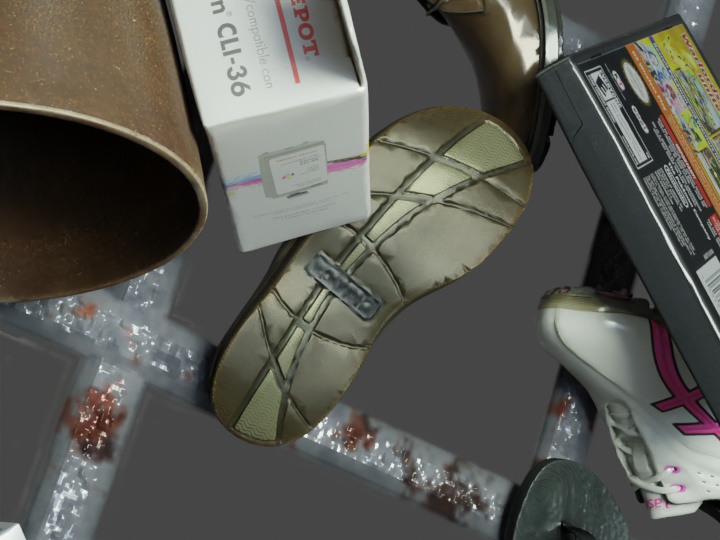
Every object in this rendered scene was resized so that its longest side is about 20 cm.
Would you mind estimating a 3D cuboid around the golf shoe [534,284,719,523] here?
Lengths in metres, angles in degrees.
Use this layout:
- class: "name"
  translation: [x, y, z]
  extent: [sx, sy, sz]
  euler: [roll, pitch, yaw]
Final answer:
- class: "golf shoe"
  translation: [0.164, 0.080, 0.933]
  extent: [0.200, 0.073, 0.092]
  euler: [35, 70, -23]

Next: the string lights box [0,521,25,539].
- class: "string lights box"
  translation: [-0.203, 0.194, 0.712]
  extent: [0.200, 0.059, 0.103]
  euler: [-31, 100, -29]

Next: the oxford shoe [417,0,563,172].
- class: "oxford shoe"
  translation: [0.053, -0.143, 0.906]
  extent: [0.084, 0.073, 0.201]
  euler: [-9, 87, -13]

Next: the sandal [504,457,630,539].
- class: "sandal"
  translation: [0.117, 0.195, 0.905]
  extent: [0.075, 0.048, 0.202]
  euler: [-1, 85, -30]

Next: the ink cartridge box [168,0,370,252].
- class: "ink cartridge box"
  translation: [-0.041, -0.097, 0.745]
  extent: [0.067, 0.200, 0.117]
  euler: [-14, 73, -4]

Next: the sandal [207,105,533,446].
- class: "sandal"
  translation: [0.000, 0.000, 0.863]
  extent: [0.082, 0.055, 0.200]
  euler: [41, 80, -13]

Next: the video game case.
- class: "video game case"
  translation: [0.175, -0.029, 0.916]
  extent: [0.201, 0.025, 0.181]
  euler: [62, 30, 1]

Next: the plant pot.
- class: "plant pot"
  translation: [-0.157, -0.113, 0.722]
  extent: [0.186, 0.187, 0.201]
  euler: [9, 65, -29]
